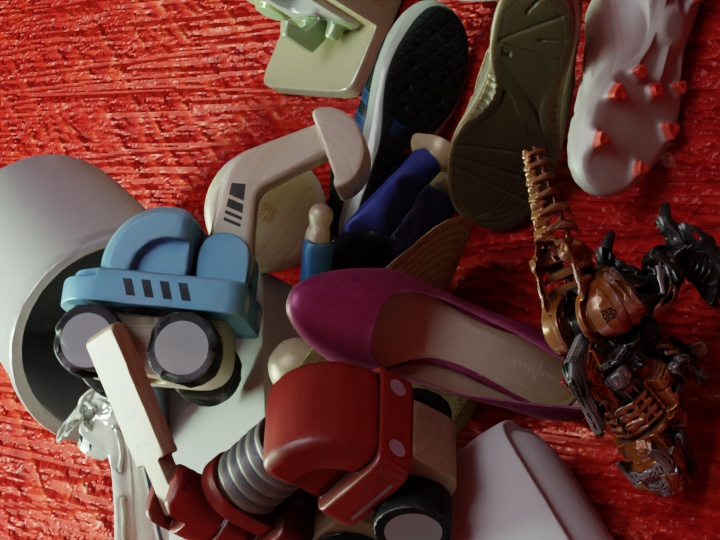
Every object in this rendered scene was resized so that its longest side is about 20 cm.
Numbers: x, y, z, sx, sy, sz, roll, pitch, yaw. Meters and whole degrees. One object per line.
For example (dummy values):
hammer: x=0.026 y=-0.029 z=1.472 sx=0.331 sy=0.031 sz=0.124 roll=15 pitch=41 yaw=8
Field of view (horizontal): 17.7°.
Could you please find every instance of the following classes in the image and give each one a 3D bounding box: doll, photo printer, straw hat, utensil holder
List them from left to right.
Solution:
utensil holder: x=-0.215 y=0.016 z=1.786 sx=0.170 sy=0.170 sz=0.200 roll=-57 pitch=32 yaw=6
doll: x=0.000 y=0.000 z=1.535 sx=0.048 sy=0.137 sz=0.200 roll=20 pitch=64 yaw=36
straw hat: x=0.035 y=0.067 z=1.485 sx=0.085 sy=0.201 sz=0.201 roll=40 pitch=103 yaw=13
photo printer: x=0.080 y=0.195 z=1.364 sx=0.167 sy=0.069 sz=0.200 roll=-51 pitch=36 yaw=17

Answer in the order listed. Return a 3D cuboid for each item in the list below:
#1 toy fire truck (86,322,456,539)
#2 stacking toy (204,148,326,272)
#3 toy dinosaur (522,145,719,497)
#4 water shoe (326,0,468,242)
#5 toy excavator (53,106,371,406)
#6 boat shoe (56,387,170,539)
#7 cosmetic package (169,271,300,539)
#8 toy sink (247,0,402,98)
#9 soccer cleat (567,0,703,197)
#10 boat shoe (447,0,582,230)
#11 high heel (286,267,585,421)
toy fire truck: x=-0.063 y=0.105 z=1.383 sx=0.176 sy=0.200 sz=0.129 roll=-43 pitch=30 yaw=35
stacking toy: x=-0.071 y=-0.057 z=1.685 sx=0.086 sy=0.085 sz=0.200 roll=-57 pitch=9 yaw=7
toy dinosaur: x=0.150 y=0.024 z=1.325 sx=0.102 sy=0.136 sz=0.201 roll=2 pitch=110 yaw=37
water shoe: x=0.013 y=-0.101 z=1.651 sx=0.079 sy=0.071 sz=0.201 roll=0 pitch=66 yaw=54
toy excavator: x=-0.098 y=-0.014 z=1.543 sx=0.194 sy=0.100 sz=0.201 roll=4 pitch=79 yaw=9
boat shoe: x=-0.177 y=0.111 z=1.648 sx=0.086 sy=0.203 sz=0.075 roll=-7 pitch=23 yaw=4
cosmetic package: x=-0.071 y=0.115 z=1.603 sx=0.113 sy=0.081 sz=0.201 roll=-38 pitch=42 yaw=32
toy sink: x=-0.039 y=-0.248 z=1.782 sx=0.130 sy=0.112 sz=0.201 roll=11 pitch=76 yaw=55
soccer cleat: x=0.170 y=-0.130 z=1.480 sx=0.077 sy=0.069 sz=0.201 roll=-13 pitch=50 yaw=53
boat shoe: x=0.106 y=-0.115 z=1.506 sx=0.065 sy=0.072 sz=0.201 roll=-60 pitch=-15 yaw=-50
high heel: x=0.055 y=0.048 z=1.384 sx=0.096 sy=0.200 sz=0.068 roll=16 pitch=84 yaw=61
